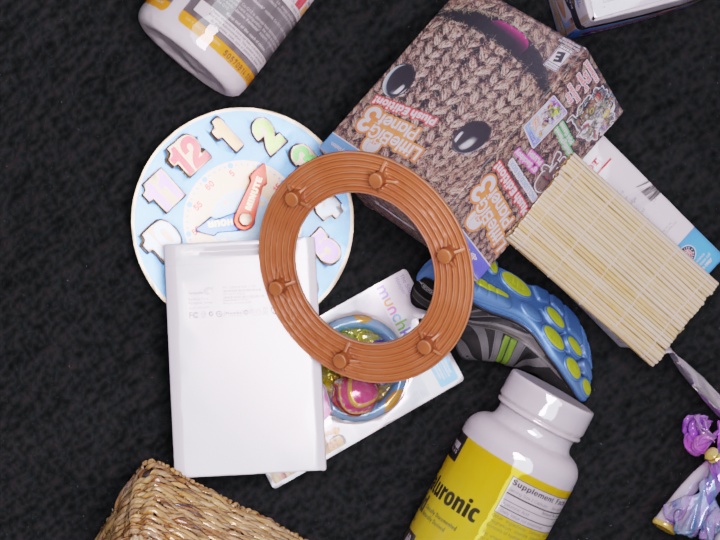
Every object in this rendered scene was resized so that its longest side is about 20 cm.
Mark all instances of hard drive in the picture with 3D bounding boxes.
[{"bbox_3d":[-0.100,0.075,1.643,0.131,0.027,0.201,-3,88,-2],"label":"hard drive"}]

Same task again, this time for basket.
[{"bbox_3d":[-0.134,0.280,1.589,0.199,0.149,0.143,29,107,-14],"label":"basket"}]

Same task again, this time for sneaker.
[{"bbox_3d":[0.129,0.052,1.697,0.199,0.083,0.071,35,42,-19],"label":"sneaker"}]

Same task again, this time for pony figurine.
[{"bbox_3d":[0.344,0.160,1.694,0.193,0.166,0.201,38,79,-38],"label":"pony figurine"}]

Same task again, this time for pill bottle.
[{"bbox_3d":[0.121,0.192,1.653,0.111,0.111,0.201,28,94,-6],"label":"pill bottle"},{"bbox_3d":[-0.091,-0.260,1.645,0.116,0.116,0.200,39,84,-5],"label":"pill bottle"}]

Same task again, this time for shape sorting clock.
[{"bbox_3d":[-0.103,-0.044,1.677,0.199,0.039,0.201,0,89,-8],"label":"shape sorting clock"}]

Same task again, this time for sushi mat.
[{"bbox_3d":[0.220,-0.007,1.641,0.200,0.012,0.096,39,86,-25],"label":"sushi mat"}]

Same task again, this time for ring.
[{"bbox_3d":[0.000,0.000,1.572,0.199,0.019,0.202,9,110,24],"label":"ring"}]

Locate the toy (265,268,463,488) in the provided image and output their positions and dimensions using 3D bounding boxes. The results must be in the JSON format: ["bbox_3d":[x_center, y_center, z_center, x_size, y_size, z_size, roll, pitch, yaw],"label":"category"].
[{"bbox_3d":[-0.016,0.096,1.681,0.199,0.047,0.116,-29,94,-7],"label":"toy"}]

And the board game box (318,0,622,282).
[{"bbox_3d":[0.095,-0.121,1.636,0.200,0.159,0.097,-49,139,-6],"label":"board game box"}]

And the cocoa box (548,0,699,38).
[{"bbox_3d":[0.224,-0.321,1.683,0.133,0.131,0.201,-16,91,-8],"label":"cocoa box"}]

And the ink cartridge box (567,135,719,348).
[{"bbox_3d":[0.211,-0.040,1.706,0.200,0.067,0.116,45,84,-5],"label":"ink cartridge box"}]
